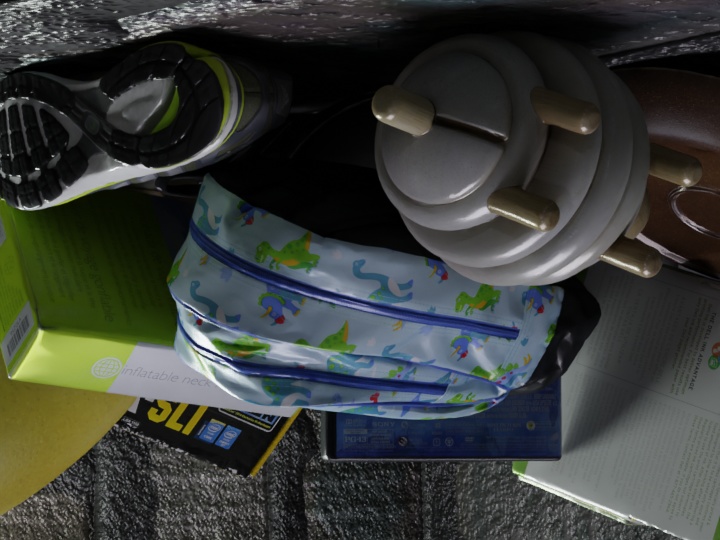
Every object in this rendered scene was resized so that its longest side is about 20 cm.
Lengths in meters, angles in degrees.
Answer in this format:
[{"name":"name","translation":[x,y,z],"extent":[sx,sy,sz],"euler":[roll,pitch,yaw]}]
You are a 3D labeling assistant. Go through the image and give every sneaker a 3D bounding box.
[{"name":"sneaker","translation":[-0.116,-0.071,1.337],"extent":[0.200,0.074,0.081],"euler":[-5,178,44]}]

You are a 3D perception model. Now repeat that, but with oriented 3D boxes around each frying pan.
[{"name":"frying pan","translation":[-0.037,-0.041,1.435],"extent":[0.190,0.031,0.115],"euler":[-20,138,-27]}]

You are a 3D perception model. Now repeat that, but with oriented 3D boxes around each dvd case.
[{"name":"dvd case","translation":[0.047,0.010,1.516],"extent":[0.142,0.200,0.018],"euler":[1,176,-14]}]

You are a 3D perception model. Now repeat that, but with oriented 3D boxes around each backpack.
[{"name":"backpack","translation":[-0.004,0.007,1.357],"extent":[0.163,0.154,0.200],"euler":[36,-174,38]}]

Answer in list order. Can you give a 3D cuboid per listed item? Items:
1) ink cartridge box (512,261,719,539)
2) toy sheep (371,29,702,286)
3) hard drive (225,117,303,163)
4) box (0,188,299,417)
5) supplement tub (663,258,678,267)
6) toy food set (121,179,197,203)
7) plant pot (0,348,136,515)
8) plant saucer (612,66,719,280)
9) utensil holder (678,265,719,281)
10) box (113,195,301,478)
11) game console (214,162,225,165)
[{"name":"ink cartridge box","translation":[0.198,0.081,1.507],"extent":[0.076,0.148,0.200],"euler":[15,-176,-43]},{"name":"toy sheep","translation":[0.076,-0.055,1.271],"extent":[0.138,0.138,0.200],"euler":[-6,158,37]},{"name":"hard drive","translation":[0.000,0.000,1.586],"extent":[0.200,0.038,0.140],"euler":[45,164,-9]},{"name":"box","translation":[-0.107,0.013,1.428],"extent":[0.200,0.122,0.048],"euler":[11,131,-33]},{"name":"supplement tub","translation":[0.131,0.016,1.674],"extent":[0.144,0.145,0.200],"euler":[-5,151,30]},{"name":"toy food set","translation":[-0.195,-0.060,1.534],"extent":[0.143,0.061,0.200],"euler":[7,180,43]},{"name":"plant pot","translation":[-0.213,0.048,1.551],"extent":[0.142,0.200,0.200],"euler":[-16,177,-13]},{"name":"plant saucer","translation":[0.198,-0.041,1.433],"extent":[0.200,0.032,0.200],"euler":[20,158,9]},{"name":"utensil holder","translation":[0.279,0.016,1.620],"extent":[0.170,0.200,0.170],"euler":[-4,173,0]},{"name":"box","translation":[-0.109,0.034,1.696],"extent":[0.200,0.160,0.049],"euler":[26,-163,-38]},{"name":"game console","translation":[-0.162,-0.007,1.753],"extent":[0.200,0.176,0.116],"euler":[-1,-158,-6]}]
